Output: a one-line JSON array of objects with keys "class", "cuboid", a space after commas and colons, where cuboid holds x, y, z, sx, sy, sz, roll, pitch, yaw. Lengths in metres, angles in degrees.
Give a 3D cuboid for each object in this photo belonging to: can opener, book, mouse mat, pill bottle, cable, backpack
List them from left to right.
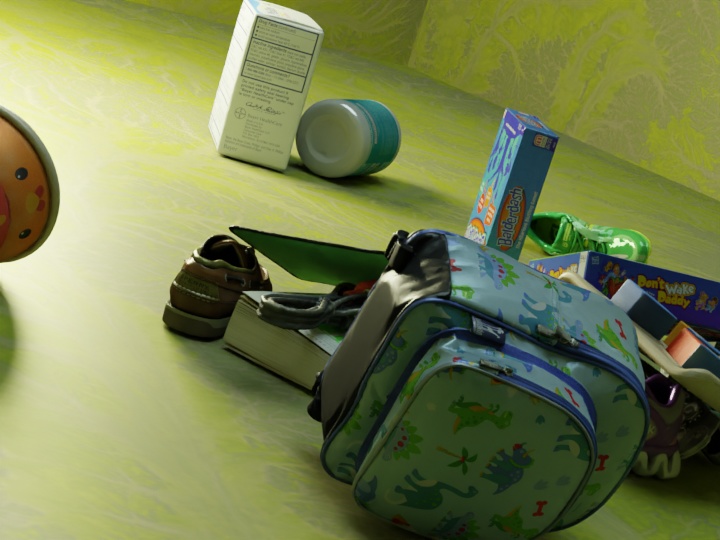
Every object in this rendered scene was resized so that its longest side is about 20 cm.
[{"class": "cable", "cuboid": [-0.016, 0.021, 1.250, 0.199, 0.051, 0.097, 13, 16, -48]}, {"class": "pill bottle", "cuboid": [-0.008, -0.193, 2.225, 0.110, 0.112, 0.200, 22, 14, 19]}, {"class": "book", "cuboid": [-0.004, 0.067, 1.304, 0.133, 0.048, 0.200, 30, 15, 27]}, {"class": "mouse mat", "cuboid": [0.000, 0.000, 1.334, 0.199, 0.008, 0.161, 9, -13, 25]}, {"class": "backpack", "cuboid": [0.088, 0.094, 1.017, 0.199, 0.184, 0.147, 18, 35, -17]}, {"class": "can opener", "cuboid": [0.280, 0.130, 1.445, 0.067, 0.053, 0.200, 48, -2, -26]}]

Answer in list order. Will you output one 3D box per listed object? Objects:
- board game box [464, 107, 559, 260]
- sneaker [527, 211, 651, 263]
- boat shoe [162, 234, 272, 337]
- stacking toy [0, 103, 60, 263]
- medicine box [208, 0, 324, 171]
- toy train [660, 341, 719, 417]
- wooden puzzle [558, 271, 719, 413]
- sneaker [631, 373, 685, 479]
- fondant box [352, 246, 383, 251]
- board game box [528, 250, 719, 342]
[{"class": "board game box", "cuboid": [0.168, -0.078, 1.787, 0.045, 0.201, 0.152, 15, 12, -7]}, {"class": "sneaker", "cuboid": [0.304, -0.035, 2.094, 0.199, 0.075, 0.083, 16, 6, 39]}, {"class": "boat shoe", "cuboid": [-0.112, 0.006, 1.338, 0.071, 0.068, 0.200, 18, 12, 5]}, {"class": "stacking toy", "cuboid": [-0.331, -0.035, 1.164, 0.145, 0.147, 0.200, 20, 32, 8]}, {"class": "medicine box", "cuboid": [-0.134, -0.263, 2.136, 0.102, 0.201, 0.182, 15, 13, -13]}, {"class": "toy train", "cuboid": [0.394, 0.126, 1.532, 0.199, 0.086, 0.114, 16, -1, 2]}, {"class": "wooden puzzle", "cuboid": [0.283, 0.074, 1.326, 0.185, 0.046, 0.200, 34, 5, -36]}, {"class": "sneaker", "cuboid": [0.193, 0.114, 1.266, 0.199, 0.089, 0.080, 9, 17, -32]}, {"class": "fondant box", "cuboid": [0.090, 0.043, 1.490, 0.144, 0.059, 0.200, 7, 16, -41]}, {"class": "board game box", "cuboid": [0.274, 0.028, 1.474, 0.199, 0.045, 0.134, 13, -7, -17]}]
